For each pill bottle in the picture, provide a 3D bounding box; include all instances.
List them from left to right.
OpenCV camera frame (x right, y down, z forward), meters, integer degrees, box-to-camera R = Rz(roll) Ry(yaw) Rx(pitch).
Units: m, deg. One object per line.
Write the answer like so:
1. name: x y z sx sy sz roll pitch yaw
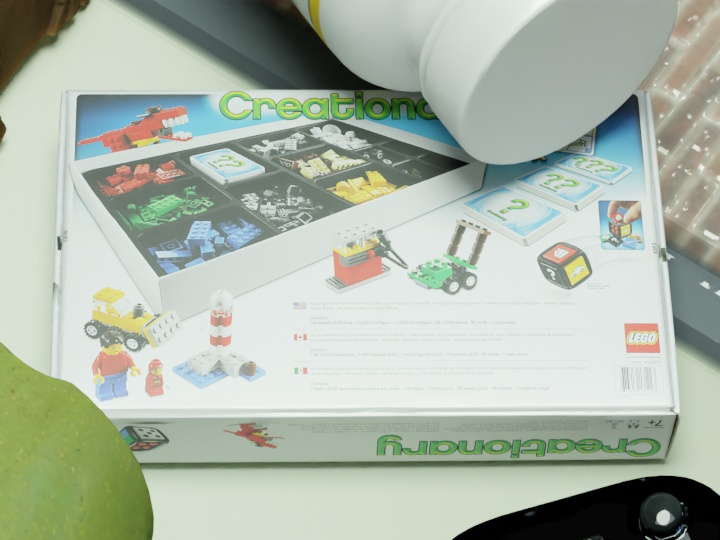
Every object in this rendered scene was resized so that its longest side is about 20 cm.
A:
1. pill bottle: 0.013 -0.133 0.985 0.112 0.113 0.200 -28 61 -18

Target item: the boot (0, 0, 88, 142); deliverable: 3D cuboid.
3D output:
1. boot: -0.149 -0.112 1.023 0.107 0.075 0.201 22 61 17

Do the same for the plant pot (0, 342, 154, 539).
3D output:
1. plant pot: -0.147 0.116 0.829 0.199 0.201 0.190 19 48 9

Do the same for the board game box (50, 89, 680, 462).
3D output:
1. board game box: 0.000 0.000 0.978 0.199 0.035 0.127 0 58 -2

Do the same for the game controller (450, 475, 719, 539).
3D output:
1. game controller: 0.086 0.157 0.882 0.104 0.042 0.201 -11 59 -9
